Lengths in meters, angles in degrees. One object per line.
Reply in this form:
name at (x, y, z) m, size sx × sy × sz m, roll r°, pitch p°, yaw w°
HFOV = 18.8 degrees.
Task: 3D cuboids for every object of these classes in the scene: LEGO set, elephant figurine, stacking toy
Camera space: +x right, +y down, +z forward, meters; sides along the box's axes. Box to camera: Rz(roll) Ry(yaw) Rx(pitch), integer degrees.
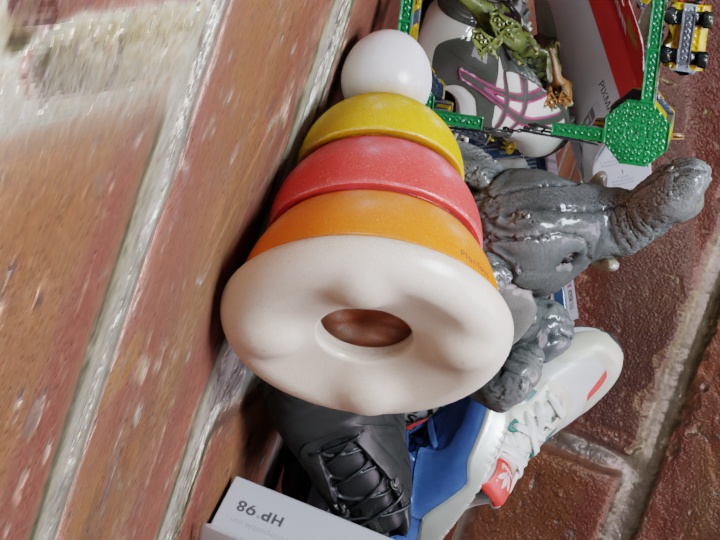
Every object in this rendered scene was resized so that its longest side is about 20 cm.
LEGO set at (0.102, -0.138, 1.229) m, size 0.116 × 0.199 × 0.154 m, roll -50°, pitch 138°, yaw -71°
elephant figurine at (0.074, -0.016, 1.193) m, size 0.155 × 0.142 × 0.200 m, roll -41°, pitch 170°, yaw -20°
stacking toy at (0.011, -0.039, 1.121) m, size 0.146 × 0.146 × 0.201 m, roll 98°, pitch -1°, yaw -55°

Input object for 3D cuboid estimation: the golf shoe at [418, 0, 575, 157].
golf shoe at (0.075, -0.117, 1.400) m, size 0.088 × 0.077 × 0.200 m, roll -50°, pitch 149°, yaw -7°

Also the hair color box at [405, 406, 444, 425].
hair color box at (0.026, 0.124, 1.602) m, size 0.061 × 0.101 × 0.201 m, roll -57°, pitch 165°, yaw -61°

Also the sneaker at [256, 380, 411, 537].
sneaker at (-0.002, 0.108, 1.295) m, size 0.200 × 0.076 × 0.091 m, roll 49°, pitch 23°, yaw -65°

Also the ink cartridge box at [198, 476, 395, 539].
ink cartridge box at (-0.039, 0.199, 1.307) m, size 0.200 × 0.116 × 0.067 m, roll 101°, pitch 13°, yaw -51°

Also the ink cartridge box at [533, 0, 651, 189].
ink cartridge box at (0.150, -0.149, 1.439) m, size 0.200 × 0.050 × 0.161 m, roll 71°, pitch 5°, yaw -59°

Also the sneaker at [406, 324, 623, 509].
sneaker at (0.104, 0.120, 1.506) m, size 0.070 × 0.199 × 0.093 m, roll 55°, pitch 7°, yaw -33°

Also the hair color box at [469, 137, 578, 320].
hair color box at (0.109, -0.058, 1.544) m, size 0.100 × 0.060 × 0.201 m, roll -7°, pitch 89°, yaw -80°

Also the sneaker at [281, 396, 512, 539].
sneaker at (0.009, 0.134, 1.431) m, size 0.200 × 0.111 × 0.077 m, roll -55°, pitch -170°, yaw 21°
